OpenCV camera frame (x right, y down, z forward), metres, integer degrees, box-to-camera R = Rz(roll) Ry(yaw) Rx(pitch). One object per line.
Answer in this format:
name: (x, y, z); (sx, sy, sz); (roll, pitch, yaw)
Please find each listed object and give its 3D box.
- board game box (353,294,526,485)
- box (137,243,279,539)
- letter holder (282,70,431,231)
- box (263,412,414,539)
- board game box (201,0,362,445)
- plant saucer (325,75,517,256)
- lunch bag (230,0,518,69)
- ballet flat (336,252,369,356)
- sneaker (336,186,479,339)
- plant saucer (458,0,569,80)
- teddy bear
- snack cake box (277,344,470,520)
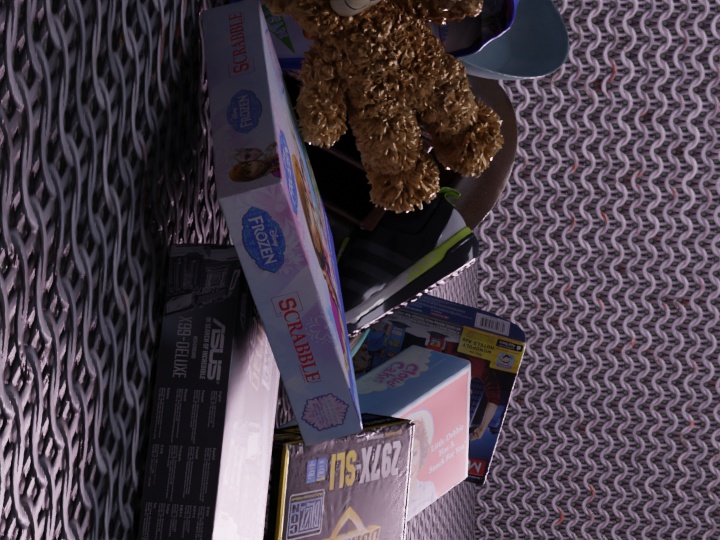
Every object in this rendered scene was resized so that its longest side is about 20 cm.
board game box: (0.031, 0.113, 1.781); (0.062, 0.198, 0.202); (-73, 178, -64)
box: (-0.091, 0.101, 1.230); (0.158, 0.049, 0.202); (68, 26, -72)
letter holder: (-0.020, -0.154, 1.549); (0.101, 0.141, 0.201); (-53, -162, 35)
box: (-0.029, 0.197, 1.485); (0.199, 0.049, 0.162); (-2, 96, -61)
board game box: (-0.049, -0.032, 1.225); (0.201, 0.041, 0.201); (-100, 175, -50)
plant saucer: (0.036, -0.096, 1.648); (0.032, 0.198, 0.202); (42, 47, -49)
lunch bag: (0.018, -0.221, 1.360); (0.171, 0.198, 0.125); (-74, 166, -55)
ballet flat: (-0.013, 0.024, 1.662); (0.073, 0.068, 0.200); (52, 56, -13)
sneaker: (0.000, 0.000, 1.554); (0.083, 0.199, 0.072); (59, -16, 5)
plant saucer: (0.073, -0.211, 1.572); (0.039, 0.200, 0.202); (-56, -168, 35)
teddy bear: (0.019, -0.131, 1.260); (0.067, 0.143, 0.202); (-109, -173, -68)
snack cake box: (0.012, 0.155, 1.657); (0.199, 0.067, 0.116); (-28, 125, -47)
